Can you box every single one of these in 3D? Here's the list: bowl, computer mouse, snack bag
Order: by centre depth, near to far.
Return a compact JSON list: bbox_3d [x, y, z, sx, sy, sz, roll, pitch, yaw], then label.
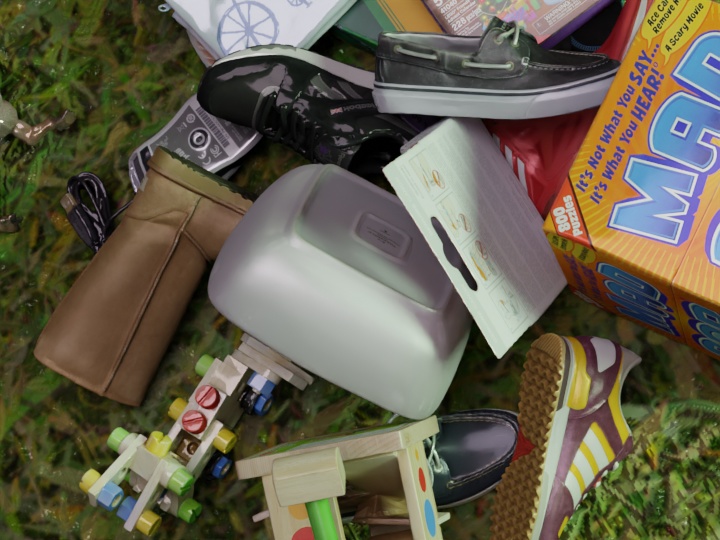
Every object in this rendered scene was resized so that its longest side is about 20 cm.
[{"bbox_3d":[0.000,0.000,1.404,0.200,0.200,0.075,28,120,-2],"label":"bowl"},{"bbox_3d":[-0.090,-0.272,1.525,0.189,0.021,0.200,-45,84,8],"label":"snack bag"},{"bbox_3d":[-0.152,-0.081,1.562,0.200,0.044,0.110,-38,72,5],"label":"computer mouse"}]

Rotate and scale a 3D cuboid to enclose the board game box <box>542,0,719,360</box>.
[{"bbox_3d":[0.275,-0.053,1.364,0.200,0.200,0.200,25,82,18],"label":"board game box"}]

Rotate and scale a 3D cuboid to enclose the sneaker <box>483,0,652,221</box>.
[{"bbox_3d":[0.159,-0.136,1.467,0.115,0.078,0.200,21,93,20],"label":"sneaker"}]

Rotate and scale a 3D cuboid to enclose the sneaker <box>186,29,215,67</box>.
[{"bbox_3d":[-0.116,-0.255,1.586,0.071,0.080,0.200,-16,94,20],"label":"sneaker"}]

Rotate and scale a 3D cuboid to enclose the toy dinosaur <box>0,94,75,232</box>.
[{"bbox_3d":[-0.338,-0.113,1.600,0.135,0.086,0.200,31,102,29],"label":"toy dinosaur"}]

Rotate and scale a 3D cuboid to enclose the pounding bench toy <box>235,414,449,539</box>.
[{"bbox_3d":[-0.010,0.198,1.319,0.124,0.200,0.156,-12,88,13],"label":"pounding bench toy"}]

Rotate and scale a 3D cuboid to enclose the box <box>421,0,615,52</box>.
[{"bbox_3d":[0.140,-0.254,1.465,0.200,0.039,0.137,-36,80,7],"label":"box"}]

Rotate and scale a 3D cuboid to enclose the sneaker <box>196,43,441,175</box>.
[{"bbox_3d":[-0.031,-0.119,1.479,0.200,0.076,0.088,8,45,-7],"label":"sneaker"}]

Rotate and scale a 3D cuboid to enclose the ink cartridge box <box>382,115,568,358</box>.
[{"bbox_3d":[0.078,-0.026,1.386,0.047,0.200,0.160,-29,95,28],"label":"ink cartridge box"}]

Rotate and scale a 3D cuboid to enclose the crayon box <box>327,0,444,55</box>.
[{"bbox_3d":[0.068,-0.262,1.544,0.119,0.058,0.200,26,84,19],"label":"crayon box"}]

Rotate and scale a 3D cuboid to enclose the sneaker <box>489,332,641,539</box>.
[{"bbox_3d":[0.160,0.149,1.409,0.090,0.075,0.200,8,100,-23],"label":"sneaker"}]

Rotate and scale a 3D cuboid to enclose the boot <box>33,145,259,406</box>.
[{"bbox_3d":[-0.143,0.022,1.521,0.175,0.066,0.200,29,97,-4],"label":"boot"}]

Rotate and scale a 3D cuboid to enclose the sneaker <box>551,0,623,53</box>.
[{"bbox_3d":[0.197,-0.269,1.515,0.082,0.073,0.200,8,87,8],"label":"sneaker"}]

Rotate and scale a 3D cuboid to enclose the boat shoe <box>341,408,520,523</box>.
[{"bbox_3d":[0.033,0.148,1.446,0.200,0.062,0.075,-12,72,10],"label":"boat shoe"}]

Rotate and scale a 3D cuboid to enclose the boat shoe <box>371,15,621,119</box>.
[{"bbox_3d":[0.102,-0.155,1.404,0.200,0.072,0.071,-1,108,15],"label":"boat shoe"}]

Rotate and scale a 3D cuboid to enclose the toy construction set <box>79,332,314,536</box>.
[{"bbox_3d":[-0.123,0.117,1.456,0.200,0.131,0.092,-44,71,0],"label":"toy construction set"}]
